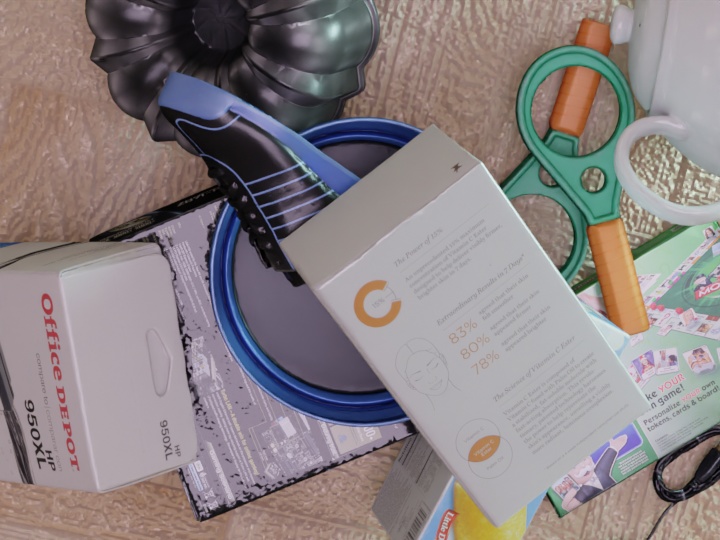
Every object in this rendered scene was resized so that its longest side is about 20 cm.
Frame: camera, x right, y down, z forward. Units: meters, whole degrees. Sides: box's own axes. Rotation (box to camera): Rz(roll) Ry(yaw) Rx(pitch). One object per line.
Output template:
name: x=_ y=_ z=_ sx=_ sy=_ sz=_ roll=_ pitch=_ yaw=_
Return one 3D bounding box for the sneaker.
sneaker: x=-0.051 y=-0.043 z=1.435 sx=0.200 sy=0.070 sz=0.078 roll=34 pitch=85 yaw=-10

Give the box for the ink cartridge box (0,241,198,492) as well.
ink cartridge box: x=-0.205 y=0.059 z=1.495 sx=0.084 sy=0.200 sz=0.145 roll=-17 pitch=101 yaw=-40

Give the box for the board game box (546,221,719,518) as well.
board game box: x=0.191 y=0.065 z=1.617 sx=0.200 sy=0.029 sz=0.135 roll=-30 pitch=98 yaw=0

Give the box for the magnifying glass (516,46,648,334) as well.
magnifying glass: x=0.160 y=-0.054 z=1.569 sx=0.079 sy=0.022 sz=0.201 roll=-15 pitch=97 yaw=-1

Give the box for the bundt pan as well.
bundt pan: x=-0.092 y=-0.163 z=1.502 sx=0.201 sy=0.076 sz=0.203 roll=5 pitch=108 yaw=15

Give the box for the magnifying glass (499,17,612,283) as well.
magnifying glass: x=0.135 y=-0.075 z=1.596 sx=0.079 sy=0.022 sz=0.201 roll=17 pitch=96 yaw=-7

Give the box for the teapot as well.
teapot: x=0.236 y=-0.148 z=1.515 sx=0.145 sy=0.200 sz=0.198 roll=7 pitch=108 yaw=2

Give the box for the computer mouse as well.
computer mouse: x=0.207 y=0.195 z=1.635 sx=0.058 sy=0.034 sz=0.200 roll=30 pitch=94 yaw=-7

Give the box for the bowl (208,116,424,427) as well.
bowl: x=0.000 y=0.000 z=1.501 sx=0.200 sy=0.039 sz=0.202 roll=-1 pitch=97 yaw=-7

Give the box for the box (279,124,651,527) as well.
box: x=0.063 y=0.033 z=1.399 sx=0.124 sy=0.097 sz=0.200 roll=-37 pitch=113 yaw=-2

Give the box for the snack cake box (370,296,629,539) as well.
snack cake box: x=0.090 y=0.104 z=1.540 sx=0.067 sy=0.115 sz=0.201 roll=26 pitch=96 yaw=-15

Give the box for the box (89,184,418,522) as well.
box: x=-0.074 y=0.043 z=1.562 sx=0.163 sy=0.086 sz=0.201 roll=-23 pitch=99 yaw=-2
